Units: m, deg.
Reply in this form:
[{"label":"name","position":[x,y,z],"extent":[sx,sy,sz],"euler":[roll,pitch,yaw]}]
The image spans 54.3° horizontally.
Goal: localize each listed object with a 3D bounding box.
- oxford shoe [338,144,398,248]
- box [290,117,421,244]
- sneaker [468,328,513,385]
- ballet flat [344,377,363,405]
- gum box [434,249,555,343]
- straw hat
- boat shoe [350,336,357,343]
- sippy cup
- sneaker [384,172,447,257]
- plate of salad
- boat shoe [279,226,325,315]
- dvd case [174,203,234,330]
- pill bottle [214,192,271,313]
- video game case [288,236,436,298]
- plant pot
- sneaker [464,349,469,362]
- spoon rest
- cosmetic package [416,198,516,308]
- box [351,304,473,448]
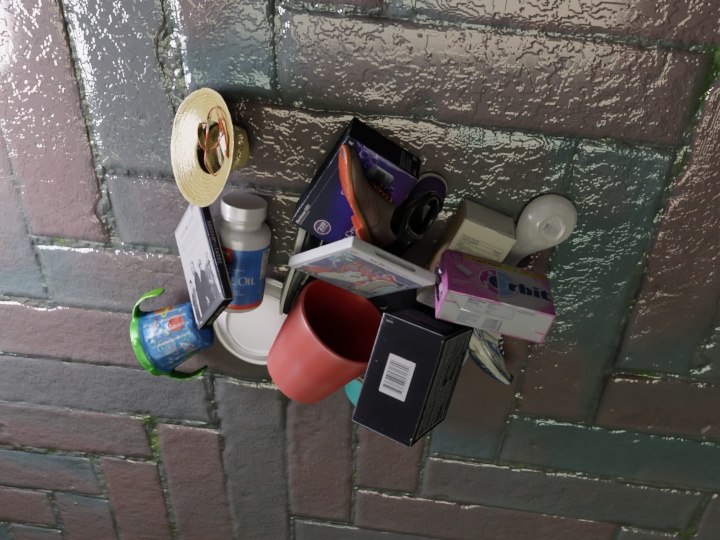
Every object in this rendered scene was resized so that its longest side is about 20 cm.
[{"label":"oxford shoe","position":[0.013,-0.120,1.136],"extent":[0.072,0.071,0.201],"euler":[-18,130,-2]},{"label":"box","position":[-0.010,-0.136,1.207],"extent":[0.141,0.079,0.200],"euler":[31,124,-11]},{"label":"sneaker","position":[0.250,0.141,1.365],"extent":[0.085,0.077,0.200],"euler":[-43,112,-6]},{"label":"ballet flat","position":[0.034,0.264,1.451],"extent":[0.070,0.200,0.071],"euler":[-3,97,-25]},{"label":"gum box","position":[0.219,0.042,1.191],"extent":[0.198,0.114,0.066],"euler":[14,127,-5]},{"label":"straw hat","position":[-0.232,-0.204,1.176],"extent":[0.085,0.202,0.202],"euler":[-7,141,-43]},{"label":"boat shoe","position":[0.074,0.131,1.382],"extent":[0.200,0.086,0.075],"euler":[-2,126,9]},{"label":"sippy cup","position":[-0.373,0.129,1.422],"extent":[0.129,0.140,0.178],"euler":[-21,144,10]},{"label":"sneaker","position":[0.078,-0.076,1.230],"extent":[0.075,0.088,0.200],"euler":[26,125,-12]},{"label":"plate of salad","position":[-0.198,0.099,1.415],"extent":[0.198,0.048,0.202],"euler":[2,115,3]},{"label":"boat shoe","position":[-0.107,0.002,1.312],"extent":[0.060,0.076,0.201],"euler":[13,121,-10]},{"label":"dvd case","position":[-0.282,-0.013,1.250],"extent":[0.025,0.201,0.150],"euler":[-6,160,-33]},{"label":"pill bottle","position":[-0.222,-0.034,1.278],"extent":[0.111,0.112,0.202],"euler":[10,115,0]},{"label":"video game case","position":[0.000,0.000,1.214],"extent":[0.181,0.023,0.199],"euler":[23,159,-31]},{"label":"plant pot","position":[-0.072,0.144,1.318],"extent":[0.200,0.201,0.177],"euler":[32,124,-15]},{"label":"sneaker","position":[0.146,0.193,1.433],"extent":[0.073,0.071,0.200],"euler":[39,100,-18]},{"label":"spoon rest","position":[0.303,-0.048,1.250],"extent":[0.099,0.061,0.201],"euler":[28,111,-15]},{"label":"cosmetic package","position":[0.188,-0.018,1.268],"extent":[0.105,0.071,0.201],"euler":[22,126,-10]},{"label":"box","position":[0.097,0.178,1.244],"extent":[0.122,0.198,0.202],"euler":[21,99,22]}]
